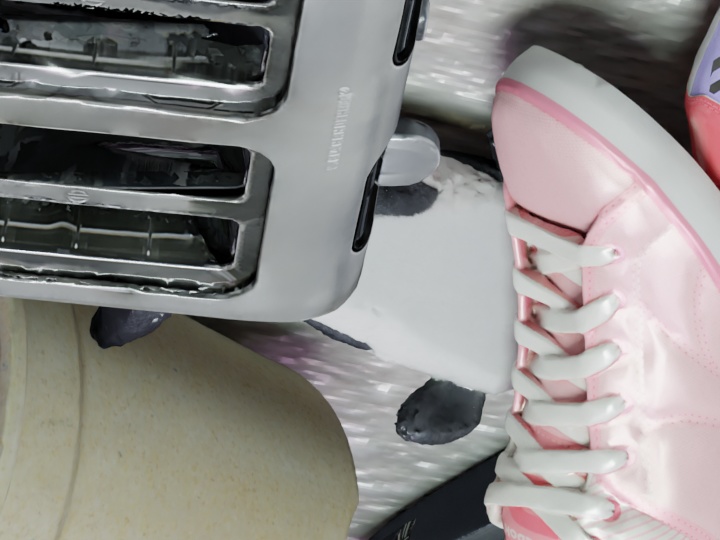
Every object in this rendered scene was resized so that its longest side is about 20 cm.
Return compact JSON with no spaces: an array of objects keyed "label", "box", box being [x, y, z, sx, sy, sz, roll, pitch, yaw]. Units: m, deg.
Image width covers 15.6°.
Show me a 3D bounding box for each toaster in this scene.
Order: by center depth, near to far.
[{"label":"toaster","box":[-0.071,-0.088,0.684,0.200,0.119,0.181,6,144,-6]}]

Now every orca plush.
[{"label":"orca plush","box":[0.000,0.000,0.842,0.200,0.071,0.105,-11,112,-32]}]

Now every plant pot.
[{"label":"plant pot","box":[-0.109,0.075,0.879,0.200,0.201,0.183,-28,147,36]}]

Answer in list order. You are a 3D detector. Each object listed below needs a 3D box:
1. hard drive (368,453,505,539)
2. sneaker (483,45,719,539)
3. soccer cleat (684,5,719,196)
[{"label":"hard drive","box":[0.098,0.108,1.021,0.135,0.042,0.200,29,137,-33]},{"label":"sneaker","box":[0.075,0.033,0.813,0.105,0.075,0.200,-42,124,-13]},{"label":"soccer cleat","box":[0.196,-0.049,0.779,0.200,0.067,0.077,2,134,0]}]
